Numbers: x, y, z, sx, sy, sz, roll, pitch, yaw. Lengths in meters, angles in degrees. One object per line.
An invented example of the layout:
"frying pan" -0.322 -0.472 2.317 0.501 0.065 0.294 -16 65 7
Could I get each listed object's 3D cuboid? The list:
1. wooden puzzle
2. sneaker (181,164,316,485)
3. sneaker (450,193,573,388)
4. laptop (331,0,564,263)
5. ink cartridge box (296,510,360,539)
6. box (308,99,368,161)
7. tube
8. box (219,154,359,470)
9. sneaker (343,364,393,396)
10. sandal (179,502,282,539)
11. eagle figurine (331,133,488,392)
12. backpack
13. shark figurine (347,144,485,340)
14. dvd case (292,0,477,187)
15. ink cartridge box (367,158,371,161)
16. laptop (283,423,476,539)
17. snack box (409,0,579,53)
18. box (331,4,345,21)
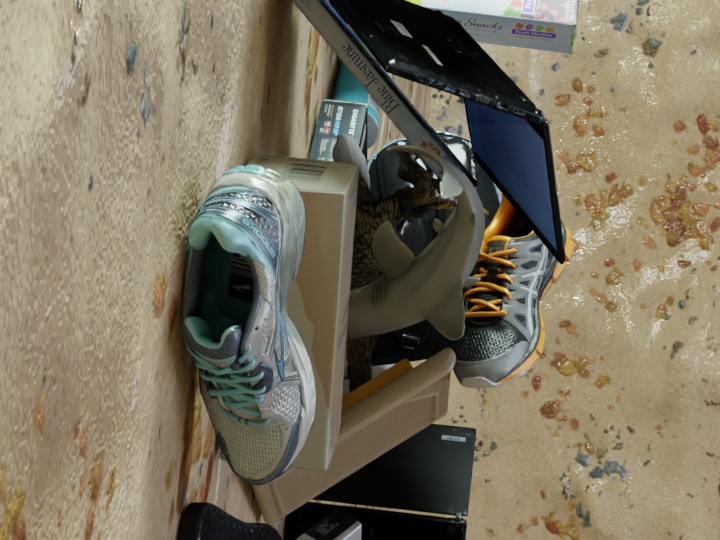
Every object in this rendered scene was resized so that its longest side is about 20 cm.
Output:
"wooden puzzle" -0.008 0.133 1.306 0.037 0.184 0.200 57 -10 14
"sneaker" -0.078 0.043 0.954 0.086 0.077 0.201 -48 139 -61
"sneaker" 0.115 0.012 1.319 0.077 0.078 0.201 62 37 -39
"laptop" 0.056 -0.113 1.161 0.104 0.199 0.177 -64 -150 21
"ink cartridge box" -0.042 0.323 1.459 0.094 0.037 0.201 -31 132 -41
"box" -0.028 -0.030 1.467 0.159 0.046 0.201 89 9 -52
"tube" -0.002 -0.195 1.606 0.201 0.050 0.078 -85 -178 -52
"box" -0.049 0.028 1.120 0.095 0.077 0.201 -72 167 -72
"sneaker" 0.009 0.062 1.572 0.200 0.073 0.113 139 -30 -70
"sandal" -0.093 0.201 1.089 0.200 0.045 0.076 54 34 -61
"eagle figurine" 0.003 0.003 1.288 0.200 0.151 0.151 -51 -160 8
"backpack" 0.061 -0.023 1.438 0.154 0.162 0.202 76 6 -88
"shark figurine" 0.060 0.000 1.152 0.215 0.127 0.090 119 -34 -47
"dvd case" 0.017 -0.139 1.227 0.018 0.200 0.143 -40 176 7
"ink cartridge box" 0.036 -0.012 1.588 0.094 0.037 0.201 -24 -101 49
"laptop" 0.017 0.252 1.574 0.103 0.176 0.202 -22 117 -83
"snack box" 0.111 -0.288 1.518 0.053 0.198 0.143 90 8 -63
"box" -0.004 -0.317 1.480 0.201 0.032 0.122 89 9 -55
